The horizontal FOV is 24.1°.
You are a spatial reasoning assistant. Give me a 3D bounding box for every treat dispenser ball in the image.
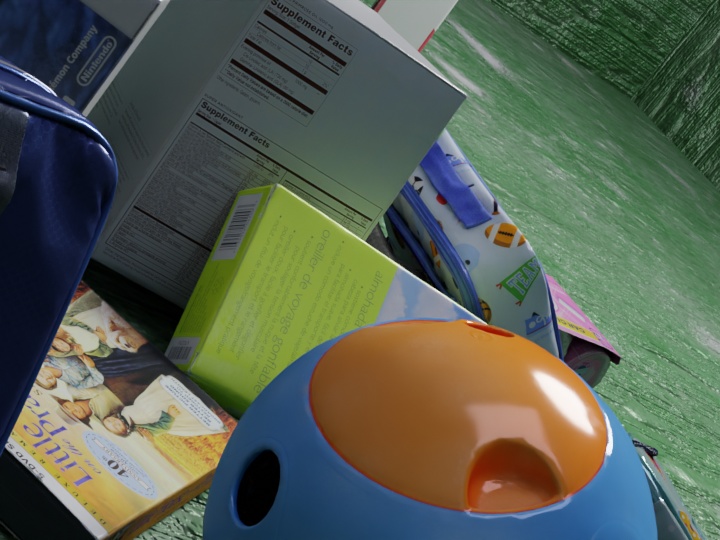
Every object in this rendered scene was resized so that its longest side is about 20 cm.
[{"bbox_3d":[0.030,0.121,0.745,0.200,0.201,0.201,35,16,-12],"label":"treat dispenser ball"}]

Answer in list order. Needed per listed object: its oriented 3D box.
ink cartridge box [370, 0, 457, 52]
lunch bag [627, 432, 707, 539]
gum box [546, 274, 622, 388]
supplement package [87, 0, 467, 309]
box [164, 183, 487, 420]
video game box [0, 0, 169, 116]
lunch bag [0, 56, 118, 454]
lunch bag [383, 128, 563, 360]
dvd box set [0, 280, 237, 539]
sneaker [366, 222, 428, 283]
[{"bbox_3d":[0.068,-0.348,2.197,0.083,0.146,0.200,34,17,-6],"label":"ink cartridge box"},{"bbox_3d":[0.184,0.189,1.019,0.201,0.077,0.160,61,9,7],"label":"lunch bag"},{"bbox_3d":[0.120,0.039,1.407,0.200,0.066,0.114,23,22,-45],"label":"gum box"},{"bbox_3d":[-0.071,-0.092,1.061,0.147,0.200,0.191,30,12,-27],"label":"supplement package"},{"bbox_3d":[-0.007,0.051,0.984,0.200,0.122,0.048,33,-19,-28],"label":"box"},{"bbox_3d":[-0.220,-0.107,0.802,0.182,0.200,0.047,37,12,-6],"label":"video game box"},{"bbox_3d":[-0.187,0.007,0.596,0.136,0.201,0.132,19,7,-46],"label":"lunch bag"},{"bbox_3d":[0.067,-0.008,1.171,0.200,0.075,0.161,-123,-169,-48],"label":"lunch bag"},{"bbox_3d":[-0.143,0.065,0.818,0.146,0.029,0.200,42,16,8],"label":"dvd box set"},{"bbox_3d":[0.000,0.000,1.119,0.090,0.067,0.200,34,20,-24],"label":"sneaker"}]
